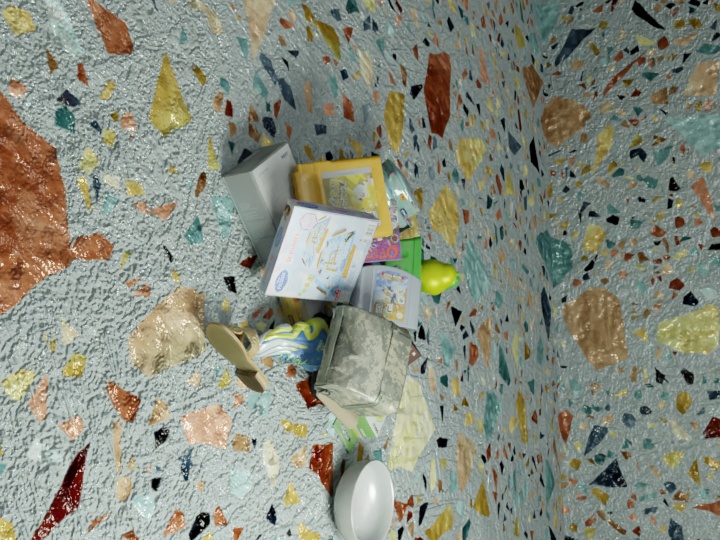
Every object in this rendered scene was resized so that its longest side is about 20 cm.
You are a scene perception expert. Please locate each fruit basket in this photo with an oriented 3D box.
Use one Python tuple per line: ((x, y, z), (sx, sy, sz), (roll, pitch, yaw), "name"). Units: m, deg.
((0.151, 0.018, 1.851), (0.156, 0.215, 0.216), (132, -36, -71), "fruit basket")

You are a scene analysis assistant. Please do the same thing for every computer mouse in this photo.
((-0.067, 0.198, 1.589), (0.138, 0.053, 0.200), (19, 76, -67), "computer mouse")

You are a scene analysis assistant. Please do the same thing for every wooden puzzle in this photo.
((-0.030, 0.227, 1.566), (0.185, 0.037, 0.200), (57, 36, -45), "wooden puzzle")

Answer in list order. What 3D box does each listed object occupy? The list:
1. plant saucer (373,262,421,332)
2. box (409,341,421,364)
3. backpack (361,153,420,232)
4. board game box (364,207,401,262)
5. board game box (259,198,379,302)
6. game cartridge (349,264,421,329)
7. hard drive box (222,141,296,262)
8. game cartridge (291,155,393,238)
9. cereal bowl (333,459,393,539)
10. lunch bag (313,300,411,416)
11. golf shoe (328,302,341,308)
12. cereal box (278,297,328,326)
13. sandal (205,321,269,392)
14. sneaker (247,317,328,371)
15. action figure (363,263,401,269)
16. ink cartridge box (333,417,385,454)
((0.081, 0.065, 1.746), (0.200, 0.019, 0.070), (56, 25, 2), "plant saucer")
((0.056, 0.154, 1.688), (0.075, 0.100, 0.200), (52, 4, -41), "box")
((0.046, -0.195, 1.757), (0.200, 0.153, 0.176), (45, 13, -34), "backpack")
((-0.010, -0.075, 1.522), (0.200, 0.032, 0.120), (-5, 92, -21), "board game box")
((-0.084, -0.035, 1.429), (0.199, 0.041, 0.200), (8, 114, -33), "board game box")
((0.058, 0.057, 1.580), (0.200, 0.042, 0.133), (12, 84, -38), "game cartridge")
((-0.180, -0.143, 1.463), (0.156, 0.077, 0.200), (-52, 128, -50), "hard drive box")
((-0.038, -0.147, 1.485), (0.200, 0.032, 0.177), (-10, 90, -24), "game cartridge")
((-0.002, 0.542, 1.634), (0.200, 0.083, 0.200), (15, 72, -57), "cereal bowl")
((-0.003, 0.182, 1.436), (0.168, 0.139, 0.200), (34, 59, -35), "lunch bag")
((0.020, 0.067, 1.633), (0.200, 0.088, 0.077), (1, 96, -41), "golf shoe")
((-0.117, 0.022, 1.574), (0.200, 0.039, 0.144), (-46, 125, -52), "cereal box")
((-0.223, 0.144, 1.340), (0.070, 0.078, 0.212), (-61, 143, -35), "sandal")
((-0.131, 0.162, 1.436), (0.200, 0.076, 0.105), (-16, 69, -41), "sneaker")
((0.000, 0.000, 1.621), (0.149, 0.134, 0.200), (-56, 147, -29), "action figure")
((0.014, 0.340, 1.719), (0.104, 0.059, 0.200), (65, 36, -29), "ink cartridge box")
